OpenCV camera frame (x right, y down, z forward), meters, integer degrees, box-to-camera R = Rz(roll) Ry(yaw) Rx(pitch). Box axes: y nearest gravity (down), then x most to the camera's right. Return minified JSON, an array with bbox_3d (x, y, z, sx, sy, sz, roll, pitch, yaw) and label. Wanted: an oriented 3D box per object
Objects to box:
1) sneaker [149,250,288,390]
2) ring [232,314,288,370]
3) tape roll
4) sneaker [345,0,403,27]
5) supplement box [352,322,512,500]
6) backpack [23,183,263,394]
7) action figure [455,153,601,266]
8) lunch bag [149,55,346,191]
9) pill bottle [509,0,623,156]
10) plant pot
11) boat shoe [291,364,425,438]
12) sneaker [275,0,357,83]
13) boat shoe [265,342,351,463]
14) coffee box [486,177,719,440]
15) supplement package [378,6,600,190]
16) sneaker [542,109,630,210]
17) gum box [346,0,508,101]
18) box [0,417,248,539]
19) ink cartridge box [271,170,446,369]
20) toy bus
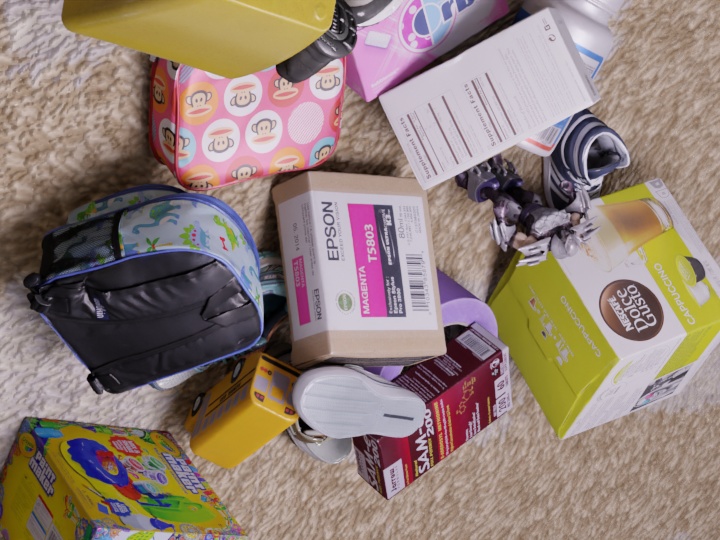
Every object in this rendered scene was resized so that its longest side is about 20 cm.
[{"bbox_3d":[-0.149,0.062,1.690,0.200,0.086,0.078,-41,134,-7],"label":"sneaker"},{"bbox_3d":[-0.062,0.090,1.820,0.199,0.019,0.202,-20,129,-26],"label":"ring"},{"bbox_3d":[0.064,0.101,1.855,0.199,0.085,0.202,-27,136,-30],"label":"tape roll"},{"bbox_3d":[0.022,-0.324,1.531,0.201,0.073,0.080,-61,151,-25],"label":"sneaker"},{"bbox_3d":[0.083,0.161,1.804,0.199,0.061,0.110,-33,138,-22],"label":"supplement box"},{"bbox_3d":[-0.199,0.006,1.544,0.198,0.148,0.184,-14,136,14],"label":"backpack"},{"bbox_3d":[0.185,-0.070,1.764,0.129,0.200,0.070,-11,125,-30],"label":"action figure"},{"bbox_3d":[-0.110,-0.181,1.556,0.198,0.082,0.178,-13,125,-28],"label":"lunch bag"},{"bbox_3d":[0.211,-0.238,1.732,0.111,0.112,0.201,17,108,-42],"label":"pill bottle"},{"bbox_3d":[-0.118,-0.287,1.367,0.198,0.175,0.203,12,88,-40],"label":"plant pot"},{"bbox_3d":[-0.015,0.137,1.661,0.199,0.067,0.074,24,96,-49],"label":"boat shoe"},{"bbox_3d":[-0.057,-0.266,1.486,0.075,0.202,0.091,24,138,-30],"label":"sneaker"},{"bbox_3d":[-0.055,0.170,1.819,0.075,0.068,0.201,-39,135,-7],"label":"boat shoe"},{"bbox_3d":[0.299,0.047,1.885,0.196,0.201,0.201,-18,154,-26],"label":"coffee box"},{"bbox_3d":[0.137,-0.180,1.641,0.198,0.111,0.114,-26,-178,16],"label":"supplement package"},{"bbox_3d":[0.271,-0.109,1.865,0.070,0.108,0.201,-30,133,-14],"label":"sneaker"},{"bbox_3d":[0.057,-0.281,1.621,0.199,0.066,0.114,-34,135,-13],"label":"gum box"},{"bbox_3d":[-0.260,0.269,1.669,0.191,0.200,0.123,12,111,-41],"label":"box"},{"bbox_3d":[0.000,0.000,1.690,0.163,0.075,0.203,1,77,-38],"label":"ink cartridge box"},{"bbox_3d":[-0.129,0.155,1.700,0.065,0.079,0.200,26,144,-18],"label":"toy bus"}]
